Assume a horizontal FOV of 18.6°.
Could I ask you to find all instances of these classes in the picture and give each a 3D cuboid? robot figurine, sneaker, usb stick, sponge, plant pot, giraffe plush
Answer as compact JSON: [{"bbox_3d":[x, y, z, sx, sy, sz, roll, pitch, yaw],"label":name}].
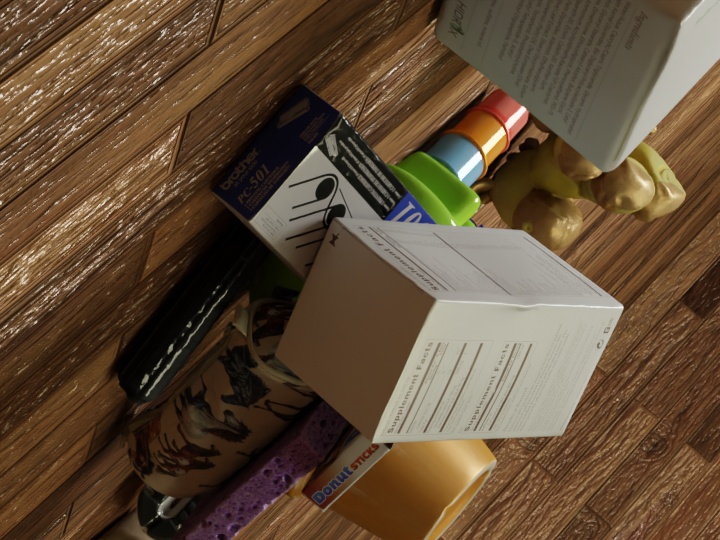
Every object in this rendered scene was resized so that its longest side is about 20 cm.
[{"bbox_3d":[0.000,0.000,1.650,0.200,0.116,0.176,-42,159,-22],"label":"robot figurine"},{"bbox_3d":[-0.117,0.151,1.837,0.200,0.078,0.090,-41,176,-21],"label":"sneaker"},{"bbox_3d":[-0.098,0.009,1.519,0.200,0.033,0.055,-52,171,7],"label":"usb stick"},{"bbox_3d":[-0.063,0.141,1.608,0.200,0.030,0.112,-42,-174,42],"label":"sponge"},{"bbox_3d":[0.026,0.174,2.154,0.200,0.183,0.200,-47,169,-12],"label":"plant pot"},{"bbox_3d":[0.188,-0.092,2.100,0.162,0.172,0.200,-44,-153,24],"label":"giraffe plush"}]

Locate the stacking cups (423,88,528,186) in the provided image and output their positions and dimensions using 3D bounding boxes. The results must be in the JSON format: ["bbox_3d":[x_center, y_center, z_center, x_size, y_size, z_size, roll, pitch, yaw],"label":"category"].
[{"bbox_3d":[0.075,-0.081,1.836,0.200,0.060,0.061,-42,167,-38],"label":"stacking cups"}]

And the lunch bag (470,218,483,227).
[{"bbox_3d":[0.041,0.042,1.966,0.170,0.124,0.200,-54,-178,20],"label":"lunch bag"}]

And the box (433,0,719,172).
[{"bbox_3d":[0.187,-0.222,1.523,0.199,0.171,0.200,-45,168,-26],"label":"box"}]

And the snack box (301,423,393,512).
[{"bbox_3d":[0.013,0.103,1.574,0.072,0.024,0.200,-44,-176,24],"label":"snack box"}]

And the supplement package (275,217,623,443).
[{"bbox_3d":[0.061,0.041,1.497,0.199,0.114,0.110,3,118,-46],"label":"supplement package"}]

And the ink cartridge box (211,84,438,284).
[{"bbox_3d":[-0.014,-0.034,1.485,0.094,0.044,0.200,-49,145,-4],"label":"ink cartridge box"}]

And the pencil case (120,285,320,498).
[{"bbox_3d":[-0.097,0.092,1.581,0.200,0.089,0.078,-43,-165,43],"label":"pencil case"}]

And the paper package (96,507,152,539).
[{"bbox_3d":[-0.176,0.326,1.813,0.190,0.200,0.104,-37,164,-50],"label":"paper package"}]
